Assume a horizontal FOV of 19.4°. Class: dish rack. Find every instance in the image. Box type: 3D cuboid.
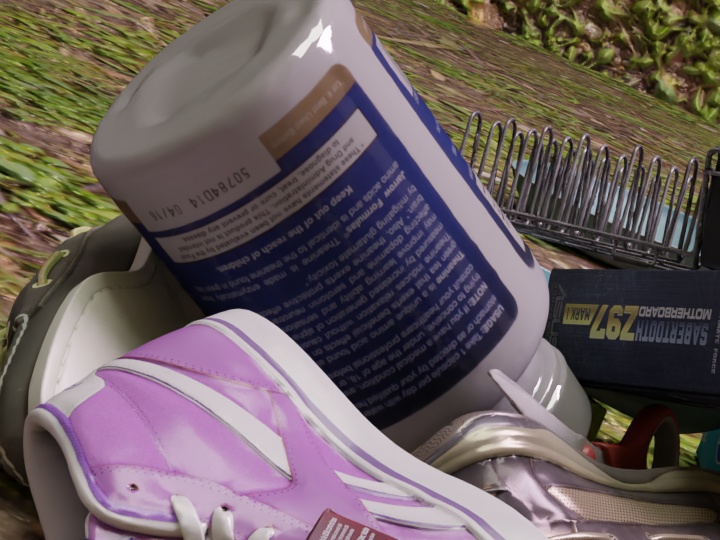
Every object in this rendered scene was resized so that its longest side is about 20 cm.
[{"bbox_3d":[0.099,-0.030,0.907,0.199,0.055,0.153,14,-2,24],"label":"dish rack"}]

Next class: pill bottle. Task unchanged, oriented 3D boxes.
[{"bbox_3d":[0.000,0.000,0.781,0.200,0.111,0.111,53,-1,-24],"label":"pill bottle"}]

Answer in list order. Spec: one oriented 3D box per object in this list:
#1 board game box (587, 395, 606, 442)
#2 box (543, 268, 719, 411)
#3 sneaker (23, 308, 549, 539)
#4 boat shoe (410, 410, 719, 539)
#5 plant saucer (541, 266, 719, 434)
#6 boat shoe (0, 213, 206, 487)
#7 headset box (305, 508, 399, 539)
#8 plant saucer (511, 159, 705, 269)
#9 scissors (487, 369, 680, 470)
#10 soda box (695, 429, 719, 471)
[{"bbox_3d":[0.015,0.034,0.967,0.101,0.048,0.200,15,14,-30],"label":"board game box"},{"bbox_3d":[0.193,0.037,0.831,0.199,0.051,0.158,9,-4,-26],"label":"box"},{"bbox_3d":[-0.023,0.096,0.631,0.200,0.073,0.114,35,37,31],"label":"sneaker"},{"bbox_3d":[0.091,0.112,0.745,0.199,0.075,0.073,18,37,-36],"label":"boat shoe"},{"bbox_3d":[0.087,0.023,0.976,0.200,0.027,0.200,29,6,-4],"label":"plant saucer"},{"bbox_3d":[-0.096,0.029,0.771,0.060,0.072,0.202,-18,18,17],"label":"boat shoe"},{"bbox_3d":[0.038,0.137,0.490,0.199,0.078,0.149,24,12,5],"label":"headset box"},{"bbox_3d":[0.200,-0.029,1.588,0.199,0.036,0.200,20,12,-5],"label":"plant saucer"},{"bbox_3d":[0.086,0.080,0.781,0.014,0.074,0.200,4,-6,26],"label":"scissors"},{"bbox_3d":[0.207,0.097,0.985,0.068,0.064,0.200,21,13,-1],"label":"soda box"}]
